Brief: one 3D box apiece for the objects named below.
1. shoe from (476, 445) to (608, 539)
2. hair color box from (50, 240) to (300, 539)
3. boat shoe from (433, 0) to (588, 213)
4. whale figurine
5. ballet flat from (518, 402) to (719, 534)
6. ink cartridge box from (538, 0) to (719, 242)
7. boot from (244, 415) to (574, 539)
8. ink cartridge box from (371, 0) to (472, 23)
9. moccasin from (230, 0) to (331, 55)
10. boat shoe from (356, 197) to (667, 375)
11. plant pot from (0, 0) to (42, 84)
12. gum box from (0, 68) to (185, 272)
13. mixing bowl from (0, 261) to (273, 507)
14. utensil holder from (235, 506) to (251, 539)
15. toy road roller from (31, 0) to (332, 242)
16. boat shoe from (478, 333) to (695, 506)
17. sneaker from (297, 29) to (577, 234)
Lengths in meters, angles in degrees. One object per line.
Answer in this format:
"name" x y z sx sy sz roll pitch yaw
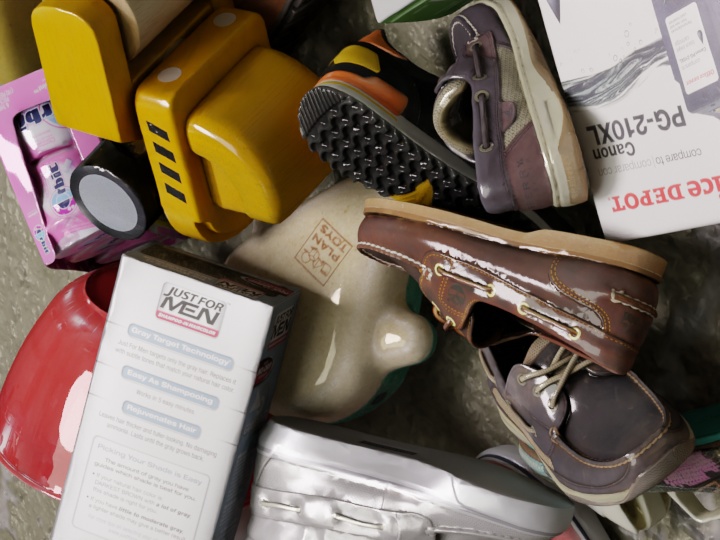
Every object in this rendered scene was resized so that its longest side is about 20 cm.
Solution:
"shoe" 0.106 0.197 1.593 0.200 0.091 0.072 56 139 17
"hair color box" -0.112 0.094 1.623 0.099 0.061 0.201 18 104 12
"boat shoe" 0.070 -0.091 1.485 0.200 0.064 0.072 -111 9 -57
"whale figurine" 0.000 0.000 1.662 0.159 0.104 0.200 42 109 29
"ballet flat" 0.169 0.110 1.525 0.200 0.069 0.071 -8 116 49
"ink cartridge box" 0.174 -0.125 1.398 0.144 0.084 0.201 -11 97 51
"boot" 0.025 0.153 1.588 0.199 0.073 0.096 14 97 26
"ink cartridge box" 0.031 -0.250 1.526 0.104 0.059 0.201 -27 78 51
"moccasin" -0.049 -0.185 1.647 0.078 0.074 0.201 52 148 7
"boat shoe" 0.071 0.007 1.470 0.199 0.070 0.071 14 87 43
"plant pot" -0.218 -0.236 1.734 0.194 0.195 0.201 27 134 40
"gum box" -0.177 -0.064 1.751 0.200 0.066 0.114 17 -129 -84
"mixing bowl" -0.136 0.062 1.746 0.200 0.200 0.109 30 123 38
"utensil holder" -0.080 0.244 1.780 0.200 0.170 0.170 49 136 22
"toy road roller" -0.091 -0.109 1.595 0.145 0.123 0.201 15 136 30
"boat shoe" 0.112 0.070 1.495 0.073 0.074 0.200 52 170 -23
"sneaker" 0.064 -0.063 1.563 0.200 0.090 0.070 37 141 -4
